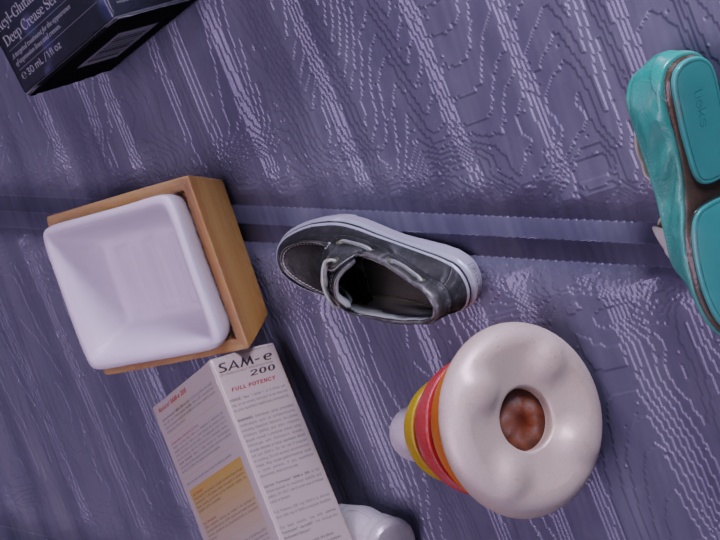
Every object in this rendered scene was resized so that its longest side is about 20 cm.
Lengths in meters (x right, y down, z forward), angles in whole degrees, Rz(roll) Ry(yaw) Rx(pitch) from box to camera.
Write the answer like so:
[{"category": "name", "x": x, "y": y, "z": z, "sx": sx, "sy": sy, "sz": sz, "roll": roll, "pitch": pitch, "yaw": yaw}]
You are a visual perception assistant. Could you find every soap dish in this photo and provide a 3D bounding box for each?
[{"category": "soap dish", "x": -0.181, "y": 0.003, "z": 1.487, "sx": 0.200, "sy": 0.081, "sz": 0.158, "roll": -12, "pitch": 100, "yaw": 42}]

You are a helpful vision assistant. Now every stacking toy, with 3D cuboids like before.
[{"category": "stacking toy", "x": 0.079, "y": 0.124, "z": 1.308, "sx": 0.200, "sy": 0.146, "sz": 0.146, "roll": -17, "pitch": 97, "yaw": 58}]

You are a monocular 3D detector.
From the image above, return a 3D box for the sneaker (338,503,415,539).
[{"category": "sneaker", "x": 0.006, "y": 0.300, "z": 1.475, "sx": 0.088, "sy": 0.075, "sz": 0.201, "roll": 17, "pitch": 112, "yaw": 46}]

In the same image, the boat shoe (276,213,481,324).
[{"category": "boat shoe", "x": 0.000, "y": 0.000, "z": 1.341, "sx": 0.200, "sy": 0.071, "sz": 0.072, "roll": 7, "pitch": 113, "yaw": 38}]

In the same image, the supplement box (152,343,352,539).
[{"category": "supplement box", "x": -0.095, "y": 0.181, "z": 1.463, "sx": 0.126, "sy": 0.073, "sz": 0.200, "roll": -37, "pitch": 72, "yaw": 51}]

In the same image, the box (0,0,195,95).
[{"category": "box", "x": -0.254, "y": -0.277, "z": 1.412, "sx": 0.148, "sy": 0.107, "sz": 0.200, "roll": -30, "pitch": 87, "yaw": 44}]

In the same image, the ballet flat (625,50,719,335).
[{"category": "ballet flat", "x": 0.228, "y": -0.054, "z": 1.144, "sx": 0.070, "sy": 0.067, "sz": 0.201, "roll": 8, "pitch": 115, "yaw": 64}]
